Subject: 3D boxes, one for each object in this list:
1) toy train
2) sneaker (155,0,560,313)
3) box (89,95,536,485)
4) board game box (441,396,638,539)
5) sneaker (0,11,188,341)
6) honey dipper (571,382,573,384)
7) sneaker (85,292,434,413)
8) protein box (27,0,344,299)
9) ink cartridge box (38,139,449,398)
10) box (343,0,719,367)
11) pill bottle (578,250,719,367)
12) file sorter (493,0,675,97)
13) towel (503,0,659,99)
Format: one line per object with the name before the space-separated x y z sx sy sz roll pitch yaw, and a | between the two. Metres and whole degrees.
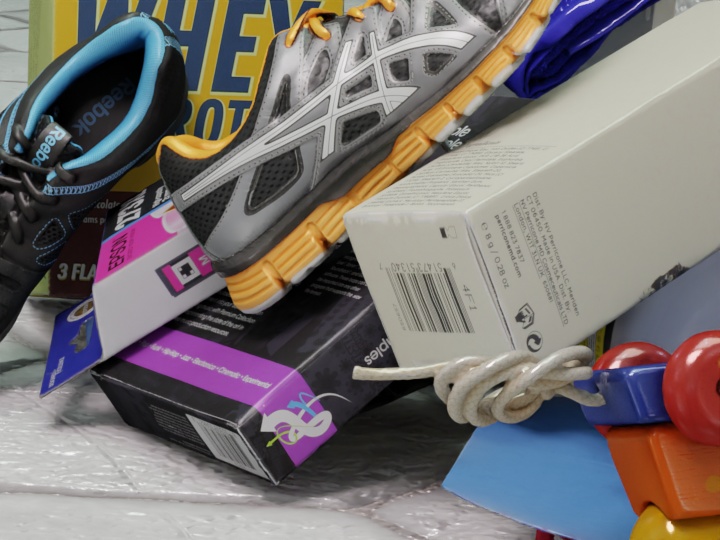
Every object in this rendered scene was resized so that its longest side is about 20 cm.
toy train | 0.097 0.078 0.911 0.199 0.117 0.085 -5 -3 -16
sneaker | 0.004 -0.074 1.146 0.077 0.200 0.078 47 8 1
box | 0.000 0.000 1.211 0.200 0.036 0.143 -42 23 -17
board game box | 0.112 0.091 1.050 0.157 0.039 0.200 11 13 8
sneaker | -0.151 -0.034 1.278 0.073 0.200 0.082 38 -12 3
honey dipper | 0.082 0.041 1.074 0.038 0.038 0.200 -1 13 -21
sneaker | -0.027 0.025 1.300 0.199 0.070 0.078 -13 46 12
protein box | -0.088 -0.084 1.441 0.134 0.200 0.200 1 -1 -9
ink cartridge box | -0.055 -0.024 1.247 0.199 0.037 0.095 -33 17 10
box | 0.096 -0.034 1.125 0.199 0.069 0.082 -30 17 -30
pill bottle | 0.133 0.019 1.247 0.112 0.113 0.200 1 10 -12
file sorter | 0.132 -0.058 1.446 0.124 0.201 0.138 -2 11 -37
towel | 0.074 -0.189 1.354 0.200 0.147 0.050 53 -1 29
